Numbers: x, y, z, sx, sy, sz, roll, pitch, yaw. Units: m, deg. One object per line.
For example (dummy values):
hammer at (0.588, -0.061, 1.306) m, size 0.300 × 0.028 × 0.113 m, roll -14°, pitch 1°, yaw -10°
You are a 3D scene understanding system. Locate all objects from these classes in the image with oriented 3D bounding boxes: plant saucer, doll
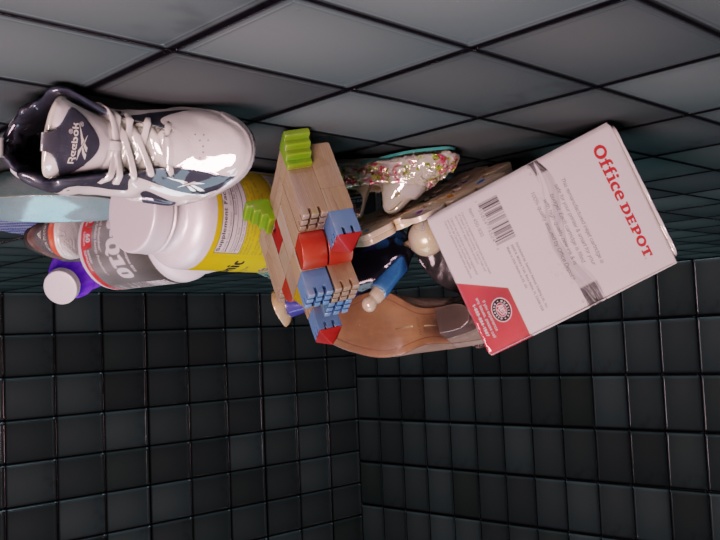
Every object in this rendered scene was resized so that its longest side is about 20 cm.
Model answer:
plant saucer at (-0.338, -0.083, 1.018) m, size 0.196 × 0.040 × 0.201 m, roll -2°, pitch 175°, yaw 0°
doll at (0.000, 0.000, 1.010) m, size 0.196 × 0.049 × 0.137 m, roll -23°, pitch -149°, yaw 8°

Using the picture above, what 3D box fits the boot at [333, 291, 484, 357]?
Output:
boot at (0.070, 0.064, 1.059) m, size 0.195 × 0.072 × 0.146 m, roll -3°, pitch 172°, yaw 21°

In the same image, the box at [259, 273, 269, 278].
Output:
box at (-0.151, -0.040, 1.354) m, size 0.142 × 0.037 × 0.198 m, roll -6°, pitch 155°, yaw 42°

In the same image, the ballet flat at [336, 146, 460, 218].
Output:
ballet flat at (0.011, -0.089, 0.991) m, size 0.195 × 0.066 × 0.076 m, roll -4°, pitch 175°, yaw 15°

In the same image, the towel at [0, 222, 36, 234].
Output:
towel at (-0.453, -0.071, 1.269) m, size 0.141 × 0.024 × 0.200 m, roll -2°, pitch 174°, yaw 15°

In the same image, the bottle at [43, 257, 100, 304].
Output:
bottle at (-0.397, -0.010, 1.334) m, size 0.081 × 0.067 × 0.201 m, roll 2°, pitch -161°, yaw 2°

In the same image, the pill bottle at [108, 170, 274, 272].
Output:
pill bottle at (-0.162, -0.056, 0.993) m, size 0.110 × 0.114 × 0.198 m, roll -6°, pitch 174°, yaw 41°

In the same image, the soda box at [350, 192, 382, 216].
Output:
soda box at (-0.041, -0.067, 1.185) m, size 0.197 × 0.073 × 0.063 m, roll -5°, pitch 176°, yaw 36°

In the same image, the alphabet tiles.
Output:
alphabet tiles at (0.069, -0.071, 1.018) m, size 0.197 × 0.015 × 0.195 m, roll -28°, pitch -169°, yaw -21°

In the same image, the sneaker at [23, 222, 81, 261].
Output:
sneaker at (-0.373, -0.045, 1.244) m, size 0.080 × 0.079 × 0.200 m, roll -4°, pitch 173°, yaw 17°

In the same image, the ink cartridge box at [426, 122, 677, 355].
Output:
ink cartridge box at (0.183, -0.028, 0.911) m, size 0.197 × 0.149 × 0.083 m, roll -26°, pitch 174°, yaw 7°

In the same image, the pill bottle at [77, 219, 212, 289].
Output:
pill bottle at (-0.244, -0.040, 1.135) m, size 0.197 × 0.117 × 0.113 m, roll -7°, pitch 174°, yaw 39°

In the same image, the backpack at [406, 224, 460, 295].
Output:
backpack at (0.161, -0.043, 1.097) m, size 0.164 × 0.129 × 0.200 m, roll -16°, pitch -174°, yaw 24°

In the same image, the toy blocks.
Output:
toy blocks at (-0.046, -0.018, 0.896) m, size 0.098 × 0.139 × 0.201 m, roll -10°, pitch 151°, yaw -21°

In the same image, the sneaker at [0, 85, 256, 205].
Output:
sneaker at (-0.185, -0.092, 0.706) m, size 0.194 × 0.082 × 0.130 m, roll 7°, pitch -175°, yaw 6°

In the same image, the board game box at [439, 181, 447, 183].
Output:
board game box at (0.064, -0.089, 1.262) m, size 0.197 × 0.029 × 0.134 m, roll -7°, pitch 173°, yaw 44°
